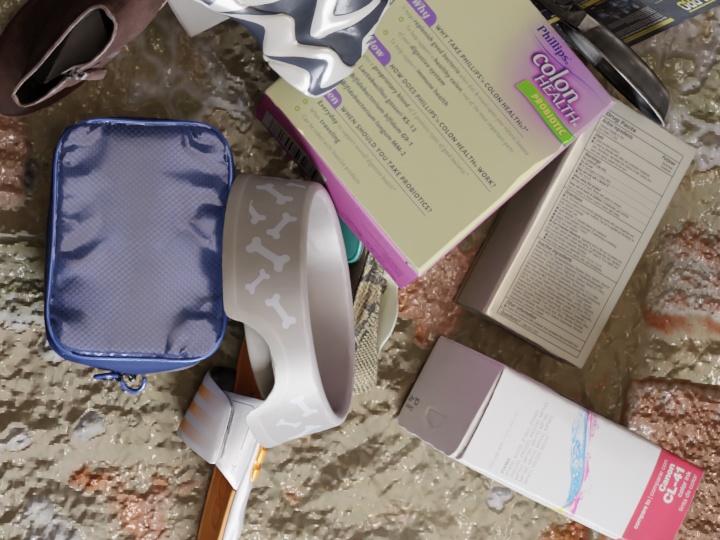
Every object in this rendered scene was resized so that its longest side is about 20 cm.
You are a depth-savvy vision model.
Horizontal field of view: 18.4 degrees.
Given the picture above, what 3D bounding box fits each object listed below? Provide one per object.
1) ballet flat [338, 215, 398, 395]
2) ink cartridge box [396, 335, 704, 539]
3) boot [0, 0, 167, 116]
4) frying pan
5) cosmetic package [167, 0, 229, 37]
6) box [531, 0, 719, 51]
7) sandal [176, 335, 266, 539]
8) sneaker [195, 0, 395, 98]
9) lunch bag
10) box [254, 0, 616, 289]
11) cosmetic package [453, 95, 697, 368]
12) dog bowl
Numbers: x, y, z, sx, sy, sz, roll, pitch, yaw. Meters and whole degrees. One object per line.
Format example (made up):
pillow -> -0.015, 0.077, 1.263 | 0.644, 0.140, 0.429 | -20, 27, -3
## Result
ballet flat -> 0.000, 0.000, 1.737 | 0.075, 0.068, 0.202 | 2, 97, -39
ink cartridge box -> 0.148, 0.140, 1.758 | 0.199, 0.147, 0.086 | 29, 88, -21
boot -> -0.217, -0.152, 1.552 | 0.200, 0.167, 0.072 | -37, 102, 26
frying pan -> 0.171, -0.181, 1.697 | 0.031, 0.115, 0.190 | -45, 107, 3
cosmetic package -> -0.048, -0.253, 1.614 | 0.199, 0.102, 0.074 | -25, 109, 24
box -> 0.178, -0.238, 1.687 | 0.161, 0.200, 0.049 | 31, 68, -18
sandal -> -0.112, 0.144, 1.707 | 0.059, 0.079, 0.208 | 12, 96, -22
sneaker -> -0.055, -0.227, 1.528 | 0.199, 0.080, 0.130 | 43, 110, -9
lunch bag -> -0.164, -0.010, 1.638 | 0.135, 0.132, 0.202 | 5, 88, -8
box -> 0.053, -0.120, 1.653 | 0.200, 0.097, 0.176 | -41, 90, -9
cosmetic package -> 0.171, -0.036, 1.780 | 0.103, 0.073, 0.201 | 30, 87, -19
dog bowl -> -0.048, 0.026, 1.615 | 0.058, 0.200, 0.202 | -6, 100, 10
